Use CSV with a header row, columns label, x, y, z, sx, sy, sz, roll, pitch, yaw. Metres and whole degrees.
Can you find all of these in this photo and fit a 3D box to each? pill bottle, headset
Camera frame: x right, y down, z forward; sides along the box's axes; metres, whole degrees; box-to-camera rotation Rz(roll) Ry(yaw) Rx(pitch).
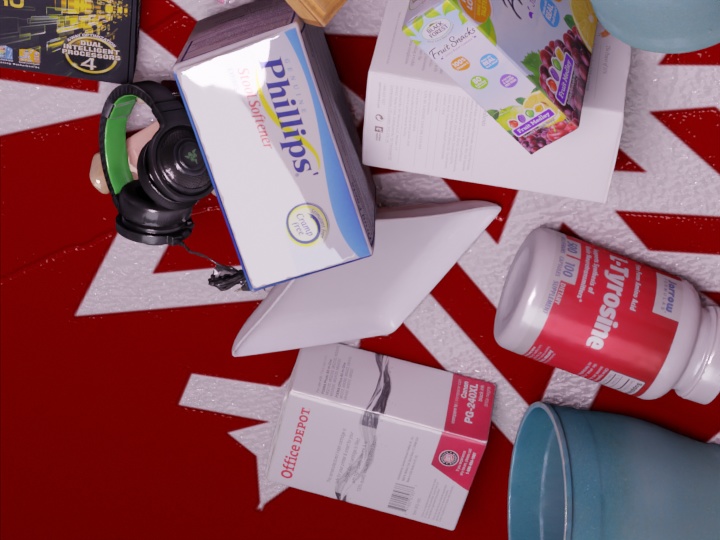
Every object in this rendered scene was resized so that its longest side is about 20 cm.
label,x,y,z,sx,sy,sz,roll,pitch,yaw
pill bottle,0.226,0.045,1.642,0.198,0.113,0.113,20,135,-7
headset,-0.148,-0.067,1.548,0.093,0.201,0.124,-12,151,-35

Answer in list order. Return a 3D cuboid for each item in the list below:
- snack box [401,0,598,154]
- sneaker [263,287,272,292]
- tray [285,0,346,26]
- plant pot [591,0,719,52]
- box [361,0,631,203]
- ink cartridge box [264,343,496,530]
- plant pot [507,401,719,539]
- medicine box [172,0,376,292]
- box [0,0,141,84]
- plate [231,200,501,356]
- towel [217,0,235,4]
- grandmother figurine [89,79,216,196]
label,x,y,z,sx,sy,sz,roll,pitch,yaw
snack box,0.110,-0.204,1.362,0.142,0.201,0.053,39,132,-24
sneaker,-0.046,-0.061,1.643,0.084,0.075,0.201,0,139,-5
tray,0.001,-0.282,1.331,0.099,0.200,0.037,45,170,-28
plant pot,0.211,-0.261,1.291,0.198,0.202,0.189,-3,147,16
box,0.109,-0.143,1.476,0.198,0.125,0.098,10,136,5
ink cartridge box,0.018,0.158,1.823,0.198,0.084,0.146,15,136,-1
plant pot,0.254,0.227,1.772,0.186,0.201,0.201,2,137,-10
medicine box,-0.062,-0.108,1.451,0.102,0.200,0.184,-17,106,7
box,-0.275,-0.231,1.509,0.198,0.049,0.162,9,141,-5
plate,0.000,0.000,1.642,0.199,0.033,0.200,-8,150,-41
towel,-0.164,-0.289,1.386,0.198,0.030,0.147,17,127,-12
grandmother figurine,-0.147,-0.120,1.611,0.199,0.061,0.121,-28,126,31
